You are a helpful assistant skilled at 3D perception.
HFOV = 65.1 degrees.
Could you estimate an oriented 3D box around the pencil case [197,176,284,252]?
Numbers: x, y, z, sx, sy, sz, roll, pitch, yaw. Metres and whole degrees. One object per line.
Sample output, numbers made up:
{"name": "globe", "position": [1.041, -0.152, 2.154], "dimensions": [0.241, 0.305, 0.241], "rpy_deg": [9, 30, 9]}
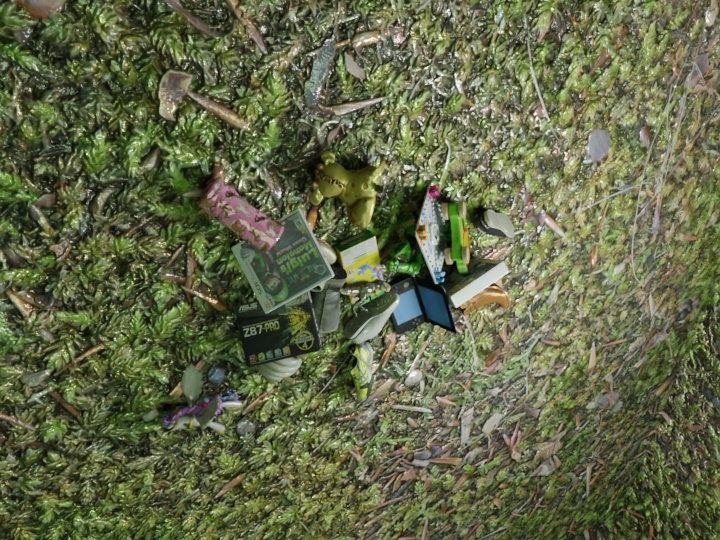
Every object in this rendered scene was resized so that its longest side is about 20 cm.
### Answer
{"name": "pencil case", "position": [-0.271, -0.126, 1.279], "dimensions": [0.199, 0.086, 0.083], "rpy_deg": [37, 91, -22]}

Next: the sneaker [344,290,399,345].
{"name": "sneaker", "position": [0.044, 0.140, 1.668], "dimensions": [0.199, 0.077, 0.080], "rpy_deg": [-40, 128, 14]}

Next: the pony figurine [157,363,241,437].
{"name": "pony figurine", "position": [-0.415, 0.364, 1.489], "dimensions": [0.199, 0.167, 0.194], "rpy_deg": [14, 118, -52]}

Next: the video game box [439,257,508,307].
{"name": "video game box", "position": [0.321, 0.031, 1.707], "dimensions": [0.198, 0.182, 0.047], "rpy_deg": [-32, 100, -11]}

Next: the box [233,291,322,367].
{"name": "box", "position": [-0.209, 0.145, 1.441], "dimensions": [0.196, 0.049, 0.165], "rpy_deg": [-12, 88, 4]}

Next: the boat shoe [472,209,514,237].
{"name": "boat shoe", "position": [0.414, -0.136, 1.741], "dimensions": [0.060, 0.075, 0.198], "rpy_deg": [-22, 162, 35]}

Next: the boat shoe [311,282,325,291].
{"name": "boat shoe", "position": [-0.178, 0.000, 1.405], "dimensions": [0.196, 0.063, 0.073], "rpy_deg": [13, 135, -1]}

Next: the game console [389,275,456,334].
{"name": "game console", "position": [0.174, 0.122, 1.692], "dimensions": [0.168, 0.119, 0.202], "rpy_deg": [-24, 127, -3]}

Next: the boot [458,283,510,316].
{"name": "boot", "position": [0.398, 0.098, 1.865], "dimensions": [0.155, 0.074, 0.200], "rpy_deg": [-45, 118, -2]}

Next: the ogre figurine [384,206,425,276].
{"name": "ogre figurine", "position": [0.153, -0.067, 1.593], "dimensions": [0.120, 0.097, 0.203], "rpy_deg": [40, 58, -41]}

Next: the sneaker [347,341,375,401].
{"name": "sneaker", "position": [-0.004, 0.314, 1.752], "dimensions": [0.075, 0.075, 0.204], "rpy_deg": [-4, 109, -20]}

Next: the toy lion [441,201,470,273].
{"name": "toy lion", "position": [0.292, -0.093, 1.649], "dimensions": [0.191, 0.067, 0.204], "rpy_deg": [-4, 90, -70]}

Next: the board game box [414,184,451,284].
{"name": "board game box", "position": [0.212, -0.102, 1.575], "dimensions": [0.201, 0.025, 0.202], "rpy_deg": [61, 36, -39]}

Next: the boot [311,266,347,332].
{"name": "boot", "position": [-0.128, 0.079, 1.533], "dimensions": [0.178, 0.073, 0.202], "rpy_deg": [9, 133, -12]}

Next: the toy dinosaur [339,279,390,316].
{"name": "toy dinosaur", "position": [0.001, 0.074, 1.548], "dimensions": [0.198, 0.047, 0.090], "rpy_deg": [-8, 114, -47]}

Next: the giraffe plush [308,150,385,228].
{"name": "giraffe plush", "position": [-0.040, -0.205, 1.372], "dimensions": [0.159, 0.200, 0.176], "rpy_deg": [13, 79, -11]}

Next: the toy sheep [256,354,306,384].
{"name": "toy sheep", "position": [-0.213, 0.225, 1.526], "dimensions": [0.136, 0.138, 0.202], "rpy_deg": [11, 116, -35]}

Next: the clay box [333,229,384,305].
{"name": "clay box", "position": [0.000, 0.000, 1.577], "dimensions": [0.113, 0.048, 0.203], "rpy_deg": [-24, 128, -18]}

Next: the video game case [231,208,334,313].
{"name": "video game case", "position": [-0.188, -0.022, 1.362], "dimensions": [0.198, 0.023, 0.184], "rpy_deg": [-28, 93, 10]}

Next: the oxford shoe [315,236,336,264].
{"name": "oxford shoe", "position": [-0.134, -0.049, 1.448], "dimensions": [0.198, 0.074, 0.072], "rpy_deg": [20, 106, -38]}
